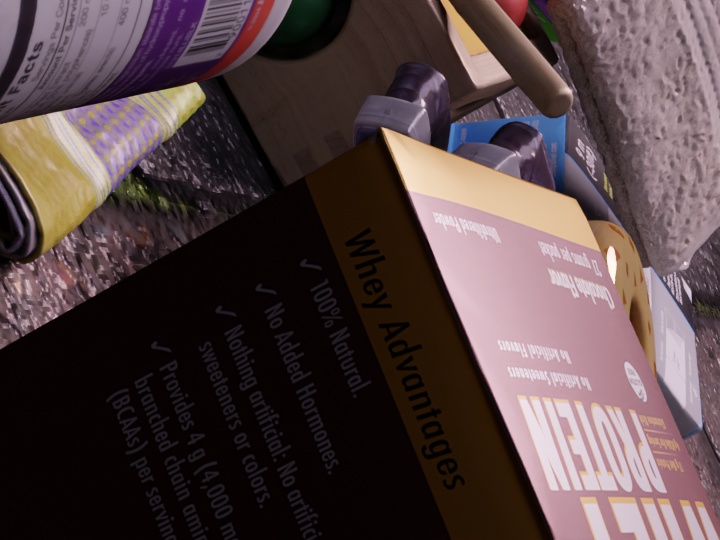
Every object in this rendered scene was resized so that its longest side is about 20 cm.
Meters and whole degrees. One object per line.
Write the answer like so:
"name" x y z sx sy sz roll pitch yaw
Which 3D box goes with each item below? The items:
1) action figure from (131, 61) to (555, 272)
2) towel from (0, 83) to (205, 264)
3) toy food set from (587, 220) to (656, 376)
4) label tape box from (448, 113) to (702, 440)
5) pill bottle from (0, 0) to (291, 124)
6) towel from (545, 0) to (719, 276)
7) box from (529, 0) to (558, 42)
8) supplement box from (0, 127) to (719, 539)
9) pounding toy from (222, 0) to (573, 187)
"action figure" 0.000 0.000 0.828 0.200 0.130 0.069 -43 145 -47
"towel" -0.124 -0.090 0.820 0.144 0.023 0.200 58 21 -8
"toy food set" 0.095 0.094 0.798 0.200 0.049 0.198 -80 153 -66
"label tape box" 0.102 -0.013 1.195 0.200 0.066 0.143 55 21 -22
"pill bottle" -0.117 -0.098 0.679 0.200 0.111 0.112 -18 80 -51
"towel" 0.166 -0.100 1.141 0.034 0.133 0.200 29 -25 42
"box" 0.085 -0.204 1.197 0.176 0.200 0.097 42 70 -44
"supplement box" -0.014 0.104 0.575 0.133 0.200 0.197 13 52 -64
"pounding toy" 0.012 -0.128 1.018 0.184 0.142 0.200 61 20 1
